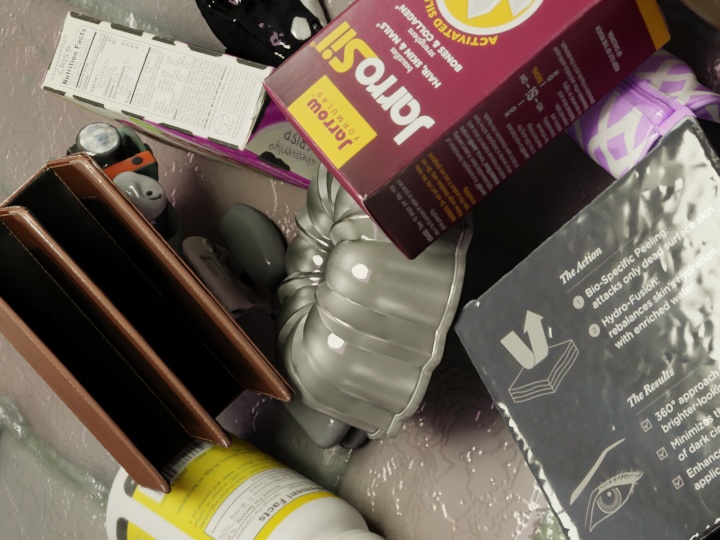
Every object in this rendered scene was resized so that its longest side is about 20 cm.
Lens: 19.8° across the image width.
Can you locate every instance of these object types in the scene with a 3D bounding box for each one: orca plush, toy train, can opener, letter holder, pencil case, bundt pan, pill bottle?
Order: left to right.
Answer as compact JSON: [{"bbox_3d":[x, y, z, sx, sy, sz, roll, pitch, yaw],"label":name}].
[{"bbox_3d":[-0.150,0.035,1.277,0.101,0.200,0.142,-44,13,-14],"label":"letter holder"},{"bbox_3d":[-0.164,-0.010,1.432,0.114,0.085,0.201,50,152,31],"label":"toy train"},{"bbox_3d":[-0.090,-0.208,1.437,0.105,0.071,0.201,-36,65,31],"label":"orca plush"},{"bbox_3d":[-0.065,0.186,1.360,0.200,0.114,0.115,27,103,37],"label":"pill bottle"},{"bbox_3d":[-0.057,0.037,1.403,0.067,0.053,0.200,-50,59,24],"label":"can opener"},{"bbox_3d":[0.000,0.000,1.280,0.202,0.075,0.203,-166,90,-76],"label":"bundt pan"},{"bbox_3d":[0.136,-0.128,1.238,0.084,0.086,0.200,-39,60,-10],"label":"pencil case"}]

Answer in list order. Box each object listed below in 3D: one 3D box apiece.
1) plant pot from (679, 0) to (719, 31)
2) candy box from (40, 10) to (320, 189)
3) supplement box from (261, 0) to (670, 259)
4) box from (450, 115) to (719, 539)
[{"bbox_3d":[0.210,-0.216,1.112,0.186,0.199,0.188,-4,84,39],"label":"plant pot"},{"bbox_3d":[-0.099,-0.109,1.391,0.199,0.136,0.061,20,88,39],"label":"candy box"},{"bbox_3d":[0.060,-0.119,1.164,0.200,0.086,0.110,-40,59,0],"label":"supplement box"},{"bbox_3d":[0.189,0.054,1.161,0.197,0.117,0.201,-41,64,29],"label":"box"}]
